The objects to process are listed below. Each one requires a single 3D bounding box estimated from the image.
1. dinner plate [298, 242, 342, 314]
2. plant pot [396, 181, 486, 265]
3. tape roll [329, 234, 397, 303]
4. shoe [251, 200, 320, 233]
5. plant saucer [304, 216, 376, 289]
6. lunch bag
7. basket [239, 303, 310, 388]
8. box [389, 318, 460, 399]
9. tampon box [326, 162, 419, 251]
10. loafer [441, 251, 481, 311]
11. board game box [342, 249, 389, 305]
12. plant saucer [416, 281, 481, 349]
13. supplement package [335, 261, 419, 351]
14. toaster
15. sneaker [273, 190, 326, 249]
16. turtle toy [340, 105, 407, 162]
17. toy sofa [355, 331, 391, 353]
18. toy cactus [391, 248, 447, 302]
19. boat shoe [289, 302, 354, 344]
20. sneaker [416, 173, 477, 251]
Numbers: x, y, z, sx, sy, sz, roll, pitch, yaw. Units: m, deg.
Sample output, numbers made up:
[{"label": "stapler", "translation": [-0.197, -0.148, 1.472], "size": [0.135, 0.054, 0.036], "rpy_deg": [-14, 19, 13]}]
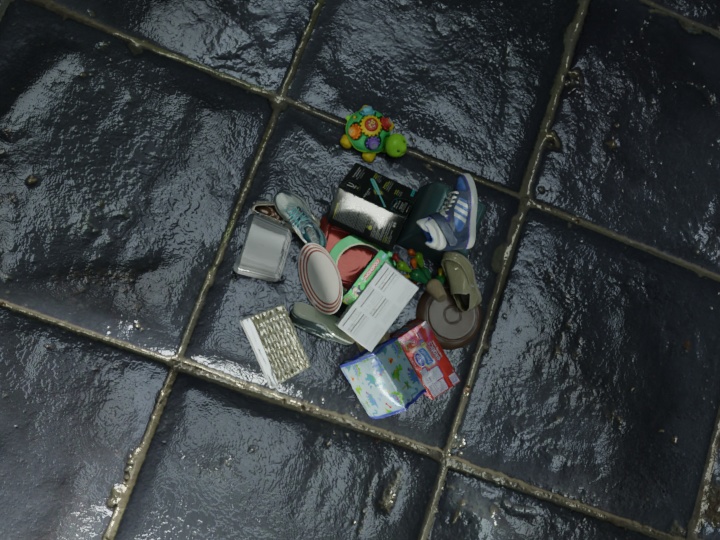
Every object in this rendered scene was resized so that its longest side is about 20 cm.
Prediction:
[{"label": "dinner plate", "translation": [-0.104, 0.020, 1.554], "size": [0.024, 0.200, 0.201], "rpy_deg": [-20, 86, -34]}, {"label": "plant pot", "translation": [0.243, -0.136, 1.619], "size": [0.196, 0.200, 0.197], "rpy_deg": [25, 80, -6]}, {"label": "tape roll", "translation": [0.000, 0.000, 1.606], "size": [0.199, 0.048, 0.202], "rpy_deg": [1, 83, -8]}, {"label": "shoe", "translation": [-0.209, -0.149, 1.623], "size": [0.199, 0.053, 0.070], "rpy_deg": [14, 82, -7]}, {"label": "plant saucer", "translation": [-0.039, -0.037, 1.646], "size": [0.199, 0.037, 0.201], "rpy_deg": [16, 82, -7]}, {"label": "lunch bag", "translation": [0.048, 0.289, 1.509], "size": [0.127, 0.200, 0.171], "rpy_deg": [-26, 85, -46]}, {"label": "basket", "translation": [-0.227, 0.196, 1.541], "size": [0.123, 0.136, 0.201], "rpy_deg": [-25, 88, -13]}, {"label": "box", "translation": [0.178, 0.243, 1.608], "size": [0.099, 0.095, 0.201], "rpy_deg": [-31, 95, -9]}, {"label": "tampon box", "translation": [0.035, -0.175, 1.586], "size": [0.199, 0.127, 0.150], "rpy_deg": [26, 42, 4]}, {"label": "loafer", "translation": [0.278, 0.035, 1.596], "size": [0.068, 0.075, 0.200], "rpy_deg": [-53, 123, -37]}, {"label": "board game box", "translation": [0.007, 0.021, 1.478], "size": [0.029, 0.200, 0.135], "rpy_deg": [38, 79, -1]}, {"label": "plant saucer", "translation": [0.262, 0.129, 1.676], "size": [0.199, 0.034, 0.201], "rpy_deg": [1, 84, -9]}, {"label": "supplement package", "translation": [0.039, 0.093, 1.488], "size": [0.111, 0.156, 0.200], "rpy_deg": [38, 84, -1]}, {"label": "toaster", "translation": [-0.266, -0.050, 1.573], "size": [0.129, 0.114, 0.201], "rpy_deg": [16, 85, -9]}, {"label": "sneaker", "translation": [-0.157, -0.137, 1.566], "size": [0.078, 0.086, 0.200], "rpy_deg": [-41, 100, -2]}, {"label": "turtle toy", "translation": [0.044, -0.393, 1.666], "size": [0.199, 0.101, 0.146], "rpy_deg": [32, 80, -4]}, {"label": "toy sofa", "translation": [0.048, 0.223, 1.616], "size": [0.083, 0.098, 0.201], "rpy_deg": [-25, 88, 13]}, {"label": "toy cactus", "translation": [0.178, 0.027, 1.596], "size": [0.102, 0.165, 0.200], "rpy_deg": [-45, 136, 15]}, {"label": "boat shoe", "translation": [-0.107, 0.158, 1.611], "size": [0.199, 0.073, 0.062], "rpy_deg": [29, 123, -12]}, {"label": "sneaker", "translation": [0.216, -0.150, 1.473], "size": [0.146, 0.081, 0.201], "rpy_deg": [-1, 89, -13]}]
